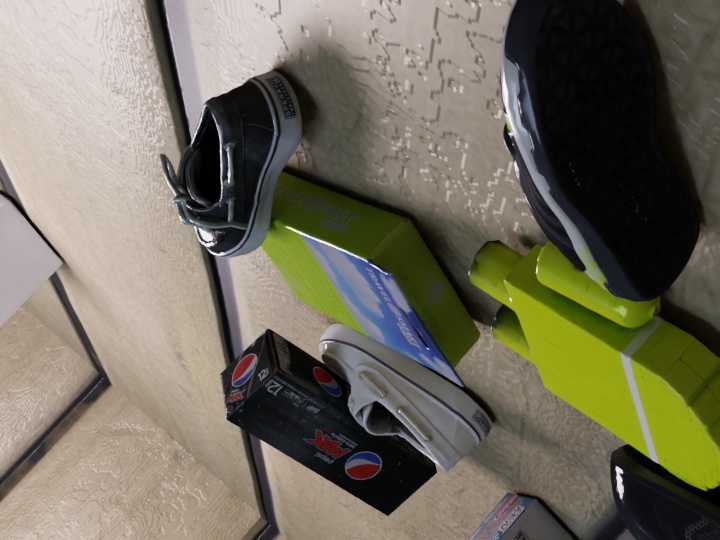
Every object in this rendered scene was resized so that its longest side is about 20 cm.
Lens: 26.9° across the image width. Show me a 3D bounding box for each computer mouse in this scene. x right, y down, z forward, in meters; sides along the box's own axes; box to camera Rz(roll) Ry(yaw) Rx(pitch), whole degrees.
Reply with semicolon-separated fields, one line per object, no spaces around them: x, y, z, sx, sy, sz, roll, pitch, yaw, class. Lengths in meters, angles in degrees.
0.216;0.162;0.876;0.138;0.053;0.200;10;-168;-35;computer mouse

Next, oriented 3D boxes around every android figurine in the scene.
0.151;0.054;0.859;0.200;0.041;0.182;31;160;37;android figurine

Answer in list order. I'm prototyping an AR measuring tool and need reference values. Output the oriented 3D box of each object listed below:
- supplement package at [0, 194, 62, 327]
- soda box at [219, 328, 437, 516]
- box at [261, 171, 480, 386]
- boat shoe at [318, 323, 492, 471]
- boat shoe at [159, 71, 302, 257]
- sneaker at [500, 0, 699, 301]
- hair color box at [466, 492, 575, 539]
-0.571;-0.021;2.128;0.200;0.191;0.147;28;159;43;supplement package
-0.027;0.136;1.329;0.200;0.071;0.063;36;-158;-29;soda box
0.000;0.000;1.066;0.200;0.048;0.122;24;155;50;box
0.020;0.105;1.256;0.200;0.065;0.074;25;157;49;boat shoe
-0.096;-0.060;1.017;0.074;0.068;0.199;64;155;12;boat shoe
0.088;-0.055;0.673;0.083;0.072;0.200;31;160;40;sneaker
0.175;0.301;1.327;0.200;0.100;0.060;47;165;-13;hair color box
